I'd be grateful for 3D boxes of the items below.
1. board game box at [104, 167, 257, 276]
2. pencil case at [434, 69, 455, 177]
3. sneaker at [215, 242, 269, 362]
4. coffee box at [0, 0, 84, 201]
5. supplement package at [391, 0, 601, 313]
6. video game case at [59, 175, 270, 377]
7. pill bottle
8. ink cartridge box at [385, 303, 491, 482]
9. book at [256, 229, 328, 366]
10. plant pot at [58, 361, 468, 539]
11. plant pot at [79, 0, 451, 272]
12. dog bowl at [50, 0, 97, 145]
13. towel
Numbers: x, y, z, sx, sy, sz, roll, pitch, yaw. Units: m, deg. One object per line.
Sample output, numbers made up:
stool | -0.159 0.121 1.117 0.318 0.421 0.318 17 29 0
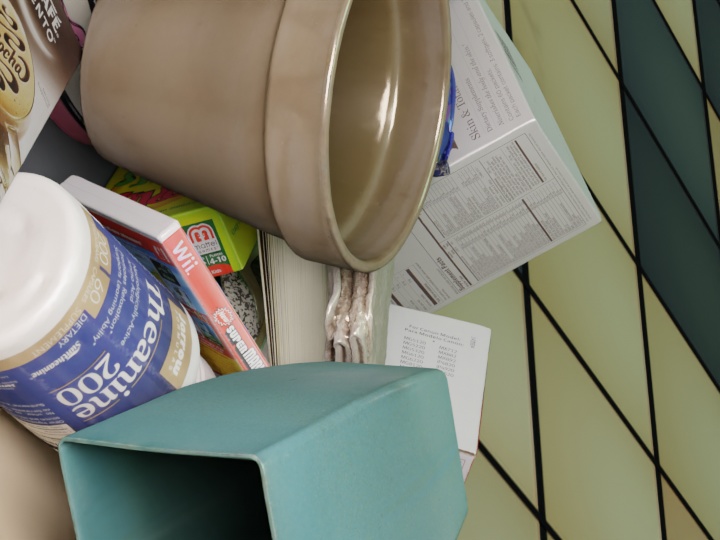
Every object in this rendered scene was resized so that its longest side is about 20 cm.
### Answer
board game box | -0.105 -0.053 1.768 0.200 0.101 0.048 -67 139 -61
pencil case | -0.028 -0.105 1.885 0.087 0.199 0.078 73 28 -42
sneaker | -0.087 -0.006 1.844 0.089 0.077 0.201 49 29 -37
coffee box | -0.227 -0.110 1.493 0.200 0.079 0.113 -72 143 -57
supplement package | 0.038 -0.078 1.992 0.151 0.199 0.152 49 15 -54
video game case | -0.096 0.037 1.633 0.143 0.017 0.200 23 -31 57
pill bottle | -0.157 0.038 1.538 0.200 0.110 0.111 48 33 -53
ink cartridge box | 0.022 0.129 1.880 0.176 0.083 0.201 -79 -174 -52
book | -0.029 0.005 1.764 0.134 0.048 0.201 -67 156 -70
plant pot | -0.036 0.127 1.512 0.200 0.141 0.142 -27 113 -49
plant pot | -0.060 -0.110 1.596 0.200 0.173 0.201 9 90 -71
dog bowl | -0.158 -0.167 1.744 0.200 0.073 0.201 -13 90 -71
towel | 0.000 0.000 1.708 0.133 0.034 0.201 88 7 -49
